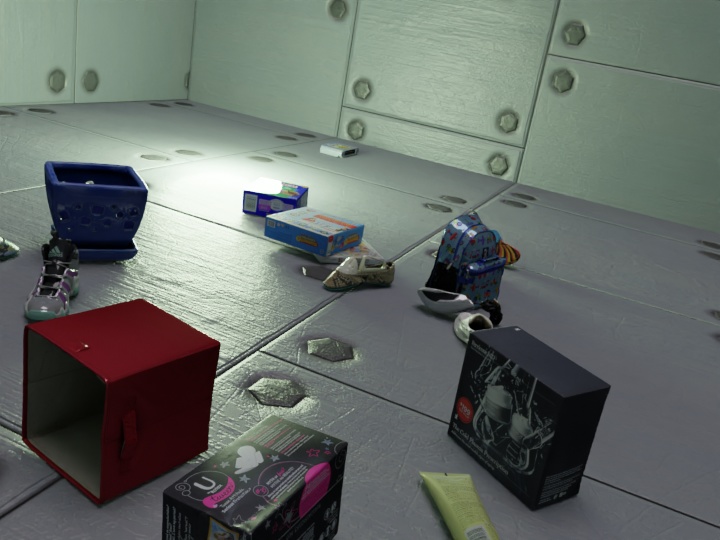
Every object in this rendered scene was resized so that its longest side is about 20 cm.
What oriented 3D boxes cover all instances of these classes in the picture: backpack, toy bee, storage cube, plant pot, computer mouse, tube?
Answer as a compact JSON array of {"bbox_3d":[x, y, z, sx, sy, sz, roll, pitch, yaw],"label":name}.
[{"bbox_3d":[0.266,-0.027,1.695,0.181,0.203,0.134,-8,26,-44],"label":"backpack"},{"bbox_3d":[0.371,-0.071,2.069,0.131,0.109,0.200,36,9,-48],"label":"toy bee"},{"bbox_3d":[-0.312,0.156,0.914,0.198,0.174,0.179,22,22,32],"label":"storage cube"},{"bbox_3d":[-0.594,-0.129,1.561,0.197,0.183,0.200,-1,22,-29],"label":"plant pot"},{"bbox_3d":[0.220,0.082,1.581,0.197,0.045,0.110,10,-16,19],"label":"computer mouse"},{"bbox_3d":[0.136,0.317,0.898,0.058,0.052,0.200,49,4,-20],"label":"tube"}]

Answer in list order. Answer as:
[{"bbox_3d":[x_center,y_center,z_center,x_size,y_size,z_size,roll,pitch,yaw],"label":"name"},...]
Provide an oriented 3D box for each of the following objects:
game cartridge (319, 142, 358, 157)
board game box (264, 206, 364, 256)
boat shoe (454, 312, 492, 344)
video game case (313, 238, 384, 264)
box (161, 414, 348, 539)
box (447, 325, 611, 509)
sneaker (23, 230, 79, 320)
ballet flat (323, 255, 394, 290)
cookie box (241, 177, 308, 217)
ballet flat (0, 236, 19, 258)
[{"bbox_3d":[-0.105,-0.569,3.290,0.131,0.041,0.200,14,19,20],"label":"game cartridge"},{"bbox_3d":[-0.122,-0.107,1.873,0.198,0.057,0.195,19,20,25],"label":"board game box"},{"bbox_3d":[0.247,0.123,1.461,0.070,0.070,0.200,3,19,-10],"label":"boat shoe"},{"bbox_3d":[-0.053,-0.062,1.899,0.179,0.023,0.200,2,21,-22],"label":"video game case"},{"bbox_3d":[-0.113,0.268,0.766,0.113,0.134,0.199,15,19,24],"label":"box"},{"bbox_3d":[0.241,0.209,1.041,0.103,0.185,0.199,-3,22,-33],"label":"box"},{"bbox_3d":[-0.561,-0.002,1.275,0.076,0.142,0.200,5,19,-15],"label":"sneaker"},{"bbox_3d":[0.000,0.000,1.670,0.198,0.076,0.068,-3,24,-34],"label":"ballet flat"},{"bbox_3d":[-0.259,-0.220,2.157,0.168,0.076,0.200,11,18,3],"label":"cookie box"},{"bbox_3d":[-0.788,-0.053,1.416,0.073,0.075,0.199,21,22,29],"label":"ballet flat"}]
